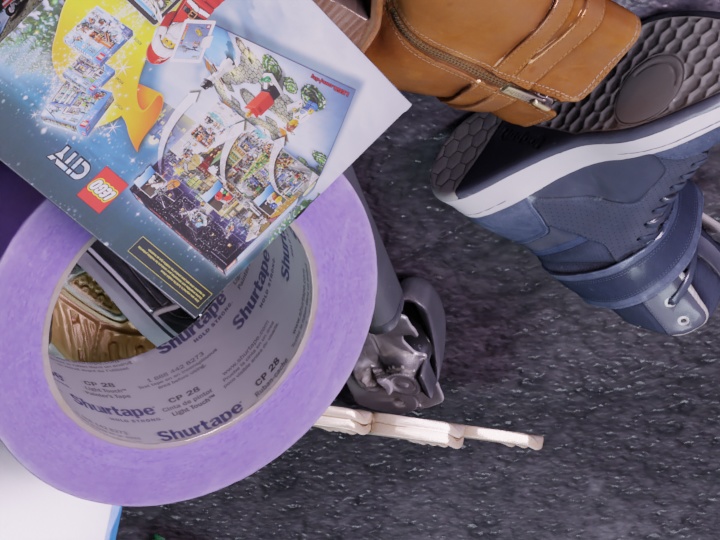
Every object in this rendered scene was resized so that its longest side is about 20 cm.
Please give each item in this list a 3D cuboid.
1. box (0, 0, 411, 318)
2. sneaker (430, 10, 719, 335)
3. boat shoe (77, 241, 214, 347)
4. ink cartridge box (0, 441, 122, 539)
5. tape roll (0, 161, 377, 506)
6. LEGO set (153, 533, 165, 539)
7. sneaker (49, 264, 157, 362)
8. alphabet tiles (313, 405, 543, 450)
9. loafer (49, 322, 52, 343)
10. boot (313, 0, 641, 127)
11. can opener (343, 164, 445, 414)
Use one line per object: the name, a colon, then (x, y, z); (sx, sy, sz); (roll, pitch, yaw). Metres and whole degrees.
box: (-0.081, -0.078, 1.190); (0.137, 0.038, 0.200); (-44, 141, 3)
sneaker: (0.153, -0.043, 1.367); (0.146, 0.077, 0.202); (38, 143, -28)
boat shoe: (-0.089, -0.013, 1.438); (0.068, 0.074, 0.199); (-6, 140, 38)
ink cartridge box: (-0.235, 0.162, 1.582); (0.144, 0.148, 0.200); (14, 173, -19)
tape roll: (-0.099, 0.004, 1.333); (0.200, 0.085, 0.200); (-13, 122, -23)
LEGO set: (-0.179, 0.258, 1.774); (0.116, 0.200, 0.154); (18, 164, -22)
sneaker: (-0.165, 0.028, 1.523); (0.200, 0.076, 0.088); (-5, -176, -12)
alphabet tiles: (-0.005, 0.082, 1.544); (0.195, 0.015, 0.200); (8, 177, -6)
loafer: (-0.195, -0.003, 1.385); (0.068, 0.076, 0.200); (26, 120, 30)
boot: (0.063, -0.127, 1.251); (0.155, 0.077, 0.200); (22, 144, -26)
can opener: (0.000, 0.000, 1.487); (0.053, 0.067, 0.200); (0, 137, 22)
